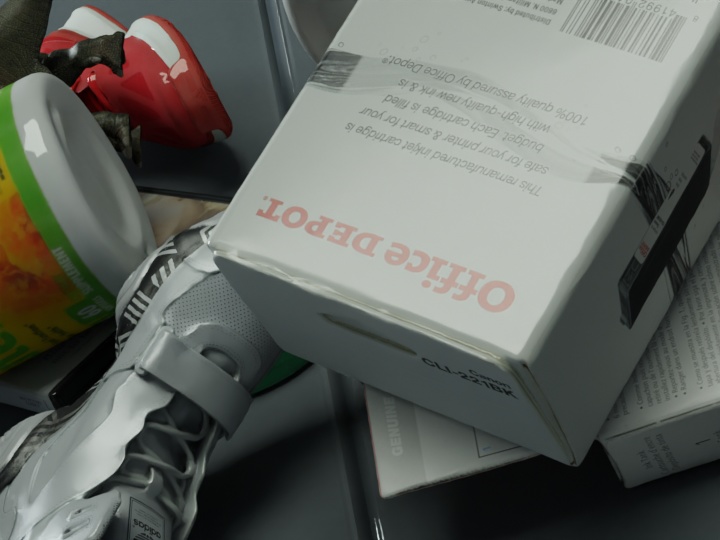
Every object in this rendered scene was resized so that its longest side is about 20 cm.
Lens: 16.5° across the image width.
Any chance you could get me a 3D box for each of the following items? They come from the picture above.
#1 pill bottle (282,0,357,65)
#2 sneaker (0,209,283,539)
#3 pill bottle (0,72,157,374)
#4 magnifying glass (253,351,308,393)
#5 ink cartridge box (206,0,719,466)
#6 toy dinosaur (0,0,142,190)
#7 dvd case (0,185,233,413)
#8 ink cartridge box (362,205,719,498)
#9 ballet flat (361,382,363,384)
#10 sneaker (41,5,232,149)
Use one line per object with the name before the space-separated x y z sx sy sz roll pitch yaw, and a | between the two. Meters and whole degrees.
pill bottle | 0.056 -0.180 1.245 0.114 0.115 0.200 3 42 40
sneaker | -0.075 0.071 0.986 0.200 0.075 0.115 -46 34 11
pill bottle | -0.200 0.005 1.113 0.199 0.111 0.111 -28 30 9
magnifying glass | 0.000 0.000 1.116 0.199 0.022 0.080 -30 30 0
ink cartridge box | 0.058 -0.047 0.928 0.144 0.084 0.201 20 67 31
toy dinosaur | -0.157 -0.067 1.177 0.101 0.201 0.077 -4 57 1
dvd case | -0.147 0.007 1.200 0.143 0.018 0.199 -44 29 -26
ink cartridge box | 0.083 -0.009 0.974 0.175 0.045 0.201 -18 53 12
ballet flat | 0.035 -0.039 1.058 0.201 0.068 0.068 -63 3 -33
sneaker | -0.147 -0.074 1.285 0.115 0.079 0.200 -35 19 -15
